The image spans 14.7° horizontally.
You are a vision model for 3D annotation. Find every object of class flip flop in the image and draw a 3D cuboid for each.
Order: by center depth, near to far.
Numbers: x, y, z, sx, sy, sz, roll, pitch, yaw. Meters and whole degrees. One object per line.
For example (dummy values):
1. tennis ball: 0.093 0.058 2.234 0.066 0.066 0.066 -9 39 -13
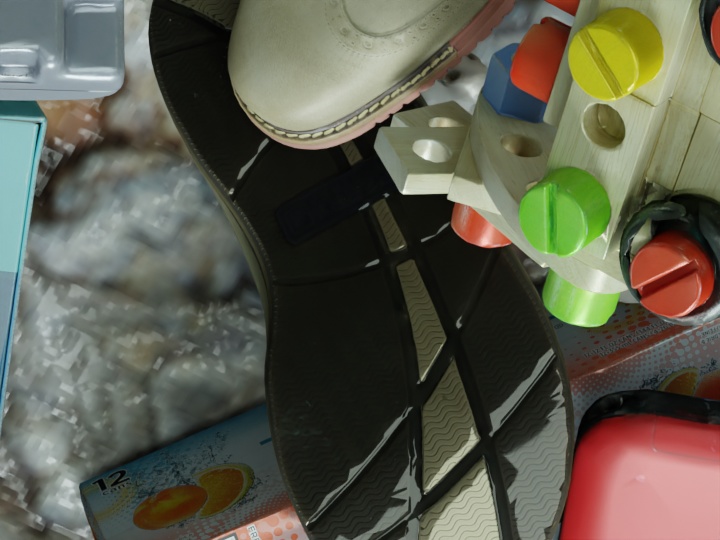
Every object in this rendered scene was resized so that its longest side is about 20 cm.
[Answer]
1. flip flop: 0.000 0.000 0.756 0.081 0.058 0.200 -25 74 2

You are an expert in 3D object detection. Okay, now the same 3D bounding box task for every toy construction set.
1. toy construction set: 0.050 -0.064 0.626 0.092 0.131 0.200 -44 154 -36

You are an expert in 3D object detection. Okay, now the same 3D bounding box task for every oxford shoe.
1. oxford shoe: 0.020 -0.118 0.694 0.071 0.074 0.200 40 106 21

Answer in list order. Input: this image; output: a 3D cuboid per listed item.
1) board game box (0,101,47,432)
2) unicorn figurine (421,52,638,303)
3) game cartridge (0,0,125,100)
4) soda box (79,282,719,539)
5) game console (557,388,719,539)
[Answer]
1. board game box: -0.194 0.017 0.744 0.200 0.047 0.151 5 105 -17
2. unicorn figurine: 0.090 -0.027 0.778 0.200 0.137 0.074 13 94 -33
3. game cartridge: -0.151 -0.105 0.611 0.200 0.042 0.133 1 75 -9
4. soda box: 0.024 0.061 0.806 0.200 0.068 0.064 -22 114 -7
5. game console: 0.142 0.079 0.817 0.172 0.119 0.200 9 136 4
